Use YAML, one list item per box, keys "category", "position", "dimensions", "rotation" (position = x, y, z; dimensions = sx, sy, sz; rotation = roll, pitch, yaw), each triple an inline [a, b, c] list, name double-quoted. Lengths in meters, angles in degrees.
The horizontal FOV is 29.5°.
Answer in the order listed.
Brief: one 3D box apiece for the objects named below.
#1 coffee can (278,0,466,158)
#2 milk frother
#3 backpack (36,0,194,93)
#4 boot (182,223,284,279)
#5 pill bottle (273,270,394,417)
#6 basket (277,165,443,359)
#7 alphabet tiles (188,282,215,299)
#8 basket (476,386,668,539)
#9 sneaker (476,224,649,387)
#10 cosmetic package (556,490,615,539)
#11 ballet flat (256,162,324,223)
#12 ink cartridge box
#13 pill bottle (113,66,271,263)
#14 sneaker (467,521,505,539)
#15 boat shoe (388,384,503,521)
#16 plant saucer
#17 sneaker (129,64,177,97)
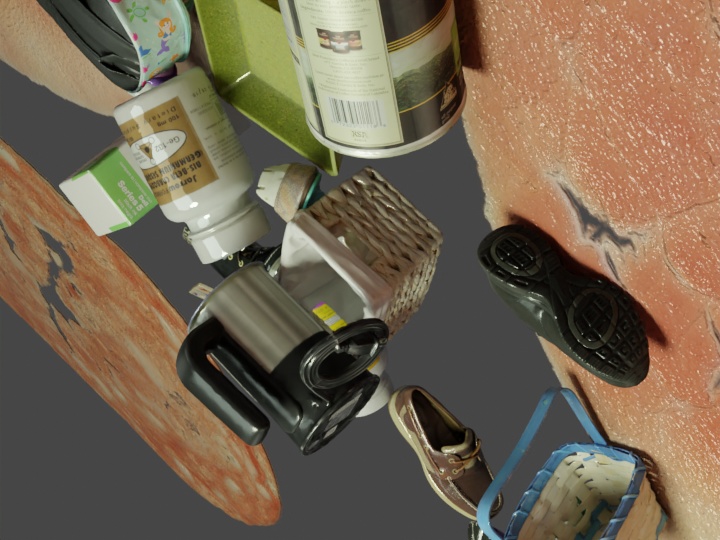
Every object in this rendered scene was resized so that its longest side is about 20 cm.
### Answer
- category: "coffee can"
  position: [0.006, -0.215, 1.131]
  dimensions: [0.146, 0.146, 0.200]
  rotation: [34, 152, 34]
- category: "milk frother"
  position: [-0.073, 0.068, 1.437]
  dimensions: [0.188, 0.180, 0.200]
  rotation: [43, 114, 14]
- category: "backpack"
  position: [-0.263, -0.302, 1.491]
  dimensions: [0.200, 0.150, 0.178]
  rotation: [53, 159, 11]
- category: "boot"
  position: [-0.162, -0.028, 1.802]
  dimensions: [0.154, 0.073, 0.204]
  rotation: [45, 161, 1]
- category: "pill bottle"
  position: [-0.031, 0.083, 1.699]
  dimensions: [0.104, 0.104, 0.201]
  rotation: [14, 137, 55]
- category: "basket"
  position: [0.000, 0.000, 1.494]
  dimensions: [0.136, 0.123, 0.200]
  rotation: [44, 157, 15]
- category: "alphabet tiles"
  position: [-0.137, 0.065, 1.861]
  dimensions: [0.199, 0.006, 0.166]
  rotation: [26, 168, -11]
- category: "basket"
  position: [0.212, 0.244, 1.404]
  dimensions: [0.139, 0.177, 0.200]
  rotation: [4, 138, 49]
- category: "sneaker"
  position: [0.194, 0.040, 1.282]
  dimensions: [0.200, 0.076, 0.091]
  rotation: [46, 167, 28]
- category: "cosmetic package"
  position: [0.266, 0.347, 1.576]
  dimensions: [0.113, 0.081, 0.200]
  rotation: [32, 150, 33]
- category: "ballet flat"
  position: [-0.080, -0.085, 1.512]
  dimensions: [0.067, 0.068, 0.200]
  rotation: [23, 174, 2]
- category: "ink cartridge box"
  position: [-0.247, -0.138, 1.645]
  dimensions: [0.084, 0.200, 0.145]
  rotation: [53, 157, -13]
- category: "pill bottle"
  position: [-0.183, -0.115, 1.530]
  dimensions: [0.114, 0.114, 0.201]
  rotation: [-6, 113, 63]
- category: "sneaker"
  position: [0.182, 0.357, 1.740]
  dimensions: [0.200, 0.083, 0.081]
  rotation: [73, -176, -72]
- category: "boat shoe"
  position: [0.113, 0.224, 1.692]
  dimensions: [0.200, 0.072, 0.072]
  rotation: [56, 156, 1]
- category: "plant saucer"
  position: [-0.086, -0.222, 1.418]
  dimensions: [0.200, 0.048, 0.200]
  rotation: [37, 153, 31]
- category: "sneaker"
  position: [-0.276, -0.289, 1.641]
  dimensions: [0.200, 0.080, 0.089]
  rotation: [45, 139, 34]
